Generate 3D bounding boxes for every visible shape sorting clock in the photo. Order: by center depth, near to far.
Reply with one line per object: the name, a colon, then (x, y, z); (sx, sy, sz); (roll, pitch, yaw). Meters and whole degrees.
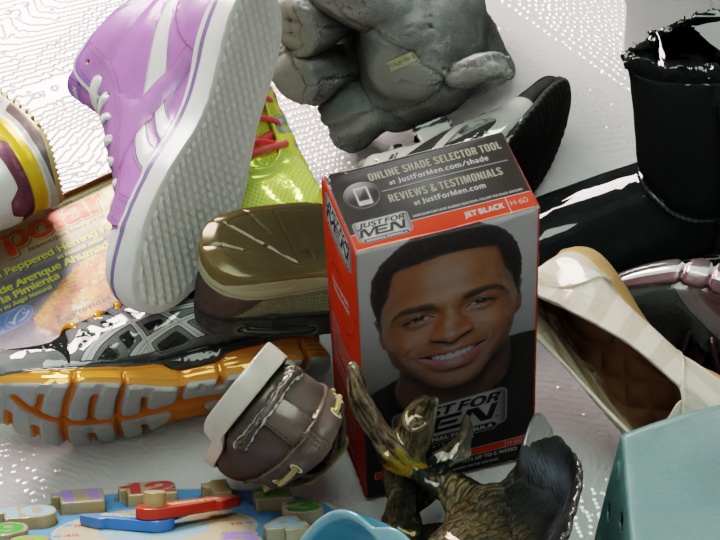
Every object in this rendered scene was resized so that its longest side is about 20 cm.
shape sorting clock: (-0.105, 0.132, 1.381); (0.199, 0.039, 0.200); (-3, 3, 0)

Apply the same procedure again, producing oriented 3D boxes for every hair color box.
hair color box: (0.038, 0.027, 1.427); (0.101, 0.201, 0.061); (-14, 48, -10)

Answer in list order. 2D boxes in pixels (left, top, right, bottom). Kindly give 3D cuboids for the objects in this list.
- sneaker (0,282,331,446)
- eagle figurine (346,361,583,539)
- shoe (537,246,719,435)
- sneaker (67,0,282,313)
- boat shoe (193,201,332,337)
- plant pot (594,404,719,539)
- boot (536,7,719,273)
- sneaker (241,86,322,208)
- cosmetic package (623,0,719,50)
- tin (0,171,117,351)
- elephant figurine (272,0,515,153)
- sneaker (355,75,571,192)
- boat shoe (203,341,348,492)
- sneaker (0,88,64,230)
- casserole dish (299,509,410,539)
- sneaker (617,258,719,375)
sneaker: (-0.120, 0.044, 1.498); (0.199, 0.078, 0.078); (-7, 66, -17)
eagle figurine: (0.069, 0.153, 1.355); (0.200, 0.151, 0.151); (35, 95, 49)
shoe: (0.155, 0.070, 1.450); (0.053, 0.070, 0.200); (-15, 55, -48)
sneaker: (-0.122, -0.069, 1.508); (0.114, 0.073, 0.201); (4, 63, 31)
boat shoe: (0.000, 0.001, 1.484); (0.200, 0.066, 0.072); (-3, 50, -26)
plant pot: (0.221, 0.148, 1.329); (0.199, 0.142, 0.142); (3, 47, -4)
boot: (0.165, -0.064, 1.529); (0.197, 0.163, 0.074); (-7, 46, -3)
sneaker: (-0.079, -0.089, 1.568); (0.078, 0.091, 0.200); (-18, 47, -23)
cosmetic package: (0.259, -0.208, 1.695); (0.085, 0.108, 0.200); (34, 59, 29)
tin: (-0.149, -0.001, 1.575); (0.199, 0.042, 0.112); (-25, 55, -19)
elephant figurine: (0.040, -0.171, 1.670); (0.155, 0.142, 0.200); (44, 41, 2)
sneaker: (0.046, -0.059, 1.591); (0.088, 0.074, 0.200); (29, 56, 27)
boat shoe: (-0.039, 0.085, 1.406); (0.059, 0.200, 0.072); (37, 82, 5)
sneaker: (-0.259, -0.078, 1.604); (0.090, 0.075, 0.200); (-26, 33, -26)
casserole dish: (-0.007, 0.205, 1.299); (0.039, 0.200, 0.121); (-3, 43, -45)
sneaker: (0.217, 0.063, 1.472); (0.199, 0.076, 0.116); (7, 51, 9)
